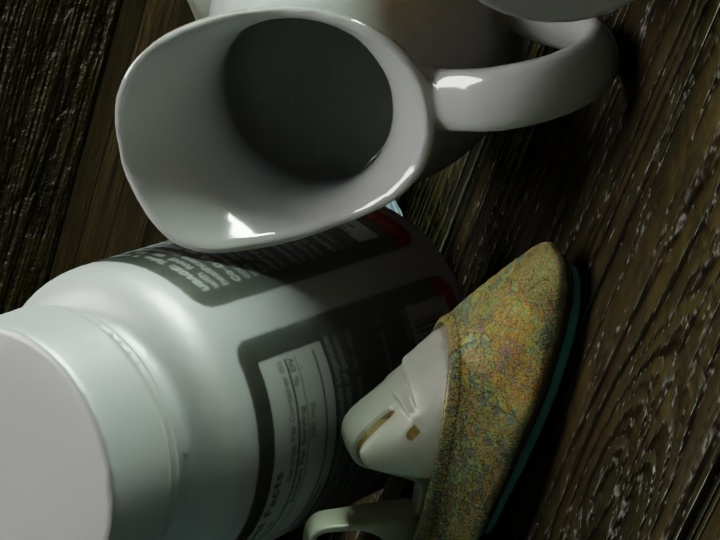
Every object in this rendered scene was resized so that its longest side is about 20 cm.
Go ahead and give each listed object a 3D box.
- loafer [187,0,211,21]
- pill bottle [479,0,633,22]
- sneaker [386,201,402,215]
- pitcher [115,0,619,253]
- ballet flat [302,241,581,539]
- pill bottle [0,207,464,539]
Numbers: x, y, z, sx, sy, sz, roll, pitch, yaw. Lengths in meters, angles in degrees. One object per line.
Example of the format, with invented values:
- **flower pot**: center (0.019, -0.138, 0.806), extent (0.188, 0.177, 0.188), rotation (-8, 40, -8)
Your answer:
- **loafer**: center (-0.046, -0.064, 1.155), extent (0.070, 0.069, 0.201), rotation (-103, 4, -59)
- **pill bottle**: center (0.056, -0.166, 0.760), extent (0.201, 0.110, 0.112), rotation (-93, 19, -53)
- **sneaker**: center (0.000, 0.000, 1.018), extent (0.072, 0.072, 0.200), rotation (-51, 32, 15)
- **pitcher**: center (0.019, -0.084, 0.860), extent (0.200, 0.170, 0.122), rotation (-57, -41, -64)
- **ballet flat**: center (0.017, 0.079, 0.804), extent (0.071, 0.070, 0.201), rotation (-101, 26, -64)
- **pill bottle**: center (-0.057, 0.045, 0.834), extent (0.199, 0.114, 0.115), rotation (-18, -48, -52)
